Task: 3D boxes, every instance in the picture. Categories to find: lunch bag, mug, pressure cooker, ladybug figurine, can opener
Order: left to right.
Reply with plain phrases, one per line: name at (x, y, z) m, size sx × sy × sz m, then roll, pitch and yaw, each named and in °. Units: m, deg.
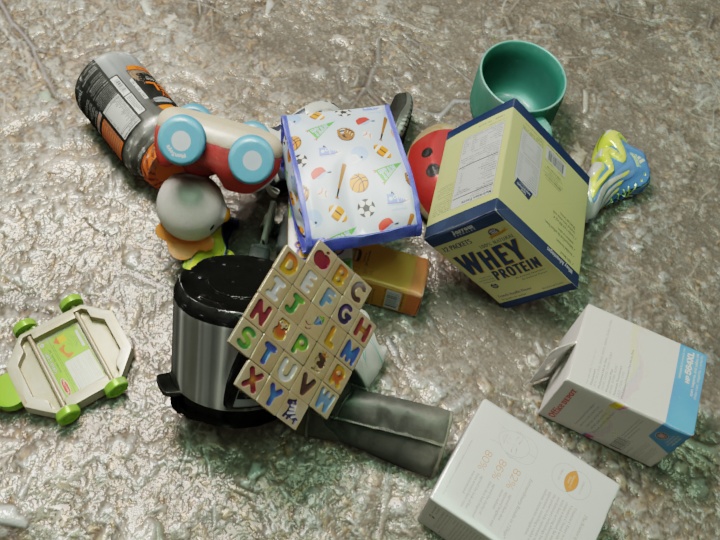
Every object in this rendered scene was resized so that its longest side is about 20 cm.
pressure cooker at (-0.155, 0.102, 0.998) m, size 0.172 × 0.205 × 0.179 m, roll 14°, pitch 25°, yaw 10°
can opener at (-0.133, -0.011, 1.143) m, size 0.065 × 0.054 × 0.204 m, roll 9°, pitch 61°, yaw -1°
lunch bag at (-0.017, -0.113, 1.072) m, size 0.166 × 0.125 × 0.203 m, roll -10°, pitch 54°, yaw -11°
ladybug figurine at (0.141, -0.156, 1.248) m, size 0.132 × 0.072 × 0.204 m, roll -4°, pitch 61°, yaw -10°
mug at (0.255, -0.276, 1.306) m, size 0.149 × 0.115 × 0.188 m, roll 19°, pitch 60°, yaw 4°

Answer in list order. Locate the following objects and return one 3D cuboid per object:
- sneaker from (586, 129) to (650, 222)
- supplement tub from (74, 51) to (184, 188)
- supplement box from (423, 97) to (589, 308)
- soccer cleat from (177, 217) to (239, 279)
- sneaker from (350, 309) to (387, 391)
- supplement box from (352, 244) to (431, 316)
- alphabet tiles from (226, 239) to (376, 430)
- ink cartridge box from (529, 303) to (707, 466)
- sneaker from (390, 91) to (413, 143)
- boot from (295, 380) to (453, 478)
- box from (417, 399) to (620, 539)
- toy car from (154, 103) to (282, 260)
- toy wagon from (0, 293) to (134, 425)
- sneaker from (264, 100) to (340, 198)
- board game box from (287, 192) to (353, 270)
sneaker at (0.421, -0.145, 1.275) m, size 0.103 × 0.076 × 0.202 m, roll 24°, pitch 60°, yaw 7°
supplement tub at (-0.341, -0.230, 1.202) m, size 0.121 × 0.123 × 0.201 m, roll -34°, pitch 70°, yaw -23°
supplement box at (0.218, -0.092, 1.135) m, size 0.199 × 0.133 × 0.203 m, roll 36°, pitch 54°, yaw -29°
soccer cleat at (-0.215, 0.002, 1.120) m, size 0.081 × 0.065 × 0.204 m, roll 6°, pitch 60°, yaw -6°
sneaker at (-0.035, 0.070, 1.072) m, size 0.080 × 0.070 × 0.202 m, roll -44°, pitch 109°, yaw -36°
supplement box at (0.000, 0.000, 1.147) m, size 0.195 × 0.069 × 0.068 m, roll 18°, pitch 59°, yaw 1°
alphabet tiles at (-0.064, 0.075, 0.924) m, size 0.166 × 0.006 × 0.203 m, roll 42°, pitch 65°, yaw -28°
ink cartridge box at (0.343, 0.151, 1.065) m, size 0.196 × 0.129 × 0.127 m, roll 25°, pitch 60°, yaw 7°
sneaker at (0.032, -0.220, 1.270) m, size 0.080 × 0.074 × 0.203 m, roll 18°, pitch 59°, yaw 4°
boot at (0.024, 0.169, 1.007) m, size 0.195 × 0.186 × 0.073 m, roll 15°, pitch 27°, yaw 10°
box at (0.195, 0.293, 0.980) m, size 0.198 × 0.107 × 0.153 m, roll 32°, pitch 61°, yaw 11°
toy car at (-0.209, -0.109, 1.076) m, size 0.173 × 0.205 × 0.185 m, roll 14°, pitch 15°, yaw -11°
toy wagon at (-0.408, 0.129, 1.038) m, size 0.197 × 0.040 × 0.156 m, roll -29°, pitch 68°, yaw -20°
sneaker at (-0.088, -0.180, 1.236) m, size 0.197 × 0.079 × 0.131 m, roll -27°, pitch 81°, yaw -36°
board game box at (-0.059, -0.060, 1.123) m, size 0.093 × 0.030 × 0.205 m, roll 1°, pitch 64°, yaw -5°
